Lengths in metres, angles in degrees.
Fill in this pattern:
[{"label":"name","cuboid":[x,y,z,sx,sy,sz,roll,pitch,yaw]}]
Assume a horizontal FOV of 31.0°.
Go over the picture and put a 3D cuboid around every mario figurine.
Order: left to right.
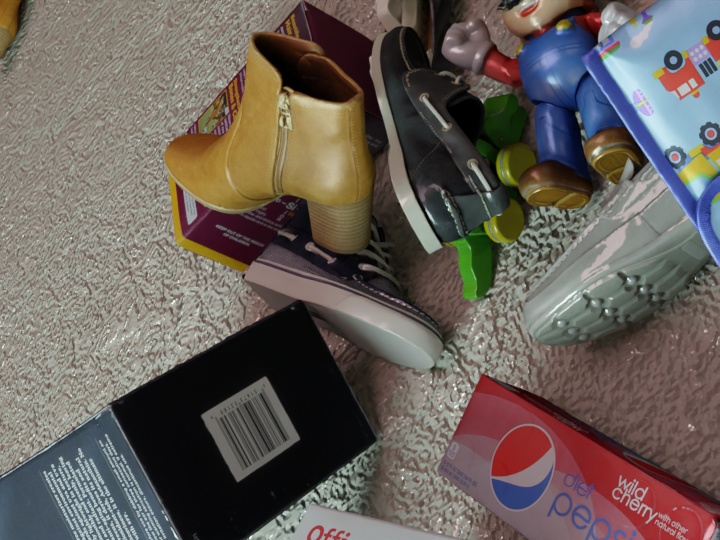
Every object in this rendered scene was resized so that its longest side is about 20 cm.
[{"label":"mario figurine","cuboid":[0.115,-0.147,0.842,0.122,0.106,0.202,-11,63,4]}]

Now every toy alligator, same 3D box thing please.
[{"label":"toy alligator","cuboid":[0.085,-0.082,0.896,0.059,0.054,0.203,-2,70,50]}]

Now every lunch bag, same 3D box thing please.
[{"label":"lunch bag","cuboid":[0.230,-0.064,0.643,0.150,0.094,0.201,-34,82,19]}]

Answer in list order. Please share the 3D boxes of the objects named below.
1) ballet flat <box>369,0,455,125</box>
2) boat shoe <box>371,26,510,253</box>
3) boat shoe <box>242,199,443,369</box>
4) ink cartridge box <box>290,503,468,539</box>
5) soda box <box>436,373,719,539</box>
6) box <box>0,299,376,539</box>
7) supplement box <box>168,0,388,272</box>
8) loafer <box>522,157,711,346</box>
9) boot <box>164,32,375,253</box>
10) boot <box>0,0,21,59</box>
[{"label":"ballet flat","cuboid":[0.036,-0.169,0.993,0.073,0.073,0.203,-20,56,45]},{"label":"boat shoe","cuboid":[0.052,-0.097,0.854,0.067,0.072,0.201,-27,42,16]},{"label":"boat shoe","cuboid":[0.000,0.000,0.951,0.199,0.075,0.093,21,71,43]},{"label":"ink cartridge box","cuboid":[0.012,0.253,0.695,0.144,0.145,0.201,1,55,51]},{"label":"soda box","cuboid":[0.130,0.130,0.719,0.199,0.063,0.071,29,94,54]},{"label":"box","cuboid":[-0.130,0.139,0.910,0.197,0.199,0.124,-30,89,41]},{"label":"supplement box","cuboid":[-0.069,-0.106,1.078,0.200,0.085,0.111,-42,43,30]},{"label":"loafer","cuboid":[0.171,-0.031,0.748,0.199,0.070,0.070,-39,50,19]},{"label":"boot","cuboid":[-0.069,-0.106,0.919,0.200,0.145,0.071,25,49,30]},{"label":"boot","cuboid":[-0.532,-0.336,1.816,0.200,0.070,0.146,-6,61,47]}]
